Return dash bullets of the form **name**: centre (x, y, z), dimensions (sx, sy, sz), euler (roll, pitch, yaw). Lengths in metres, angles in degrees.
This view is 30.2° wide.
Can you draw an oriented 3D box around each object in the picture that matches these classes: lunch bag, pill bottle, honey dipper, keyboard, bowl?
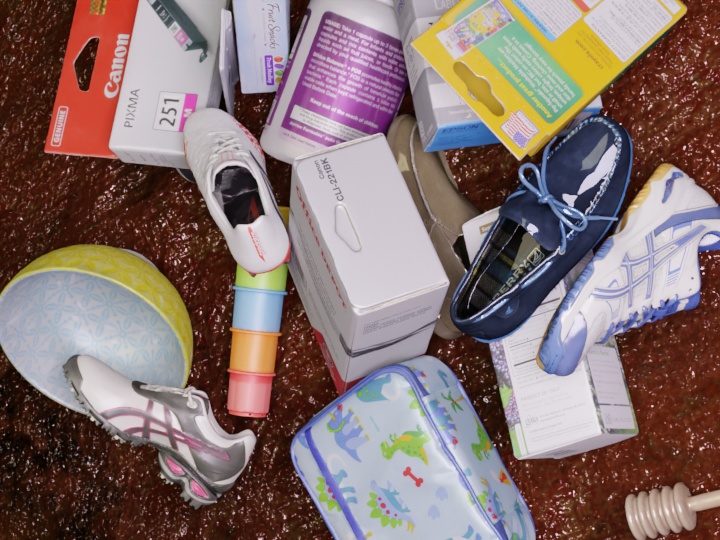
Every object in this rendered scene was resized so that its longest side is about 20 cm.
- **lunch bag**: centre (0.041, 0.189, 1.131), dimensions (0.160, 0.082, 0.201), euler (-35, 77, 30)
- **pill bottle**: centre (-0.008, -0.185, 1.208), dimensions (0.112, 0.112, 0.201), euler (26, 99, 33)
- **honey dipper**: centre (0.299, 0.167, 1.008), dimensions (0.199, 0.038, 0.038), euler (-19, 74, 27)
- **keyboard**: centre (-0.124, -0.188, 1.254), dimensions (0.011, 0.200, 0.057), euler (7, 83, -2)
- **bowl**: centre (-0.249, 0.042, 1.328), dimensions (0.199, 0.201, 0.108), euler (-20, 30, 30)

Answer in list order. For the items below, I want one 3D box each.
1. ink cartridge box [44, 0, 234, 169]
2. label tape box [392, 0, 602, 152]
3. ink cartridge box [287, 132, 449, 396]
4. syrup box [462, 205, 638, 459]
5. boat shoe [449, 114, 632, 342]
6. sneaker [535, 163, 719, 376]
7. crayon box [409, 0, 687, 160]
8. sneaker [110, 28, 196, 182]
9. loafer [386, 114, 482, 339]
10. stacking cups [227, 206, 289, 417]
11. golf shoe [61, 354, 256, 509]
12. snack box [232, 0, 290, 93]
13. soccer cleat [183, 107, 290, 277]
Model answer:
- **ink cartridge box**: centre (-0.218, -0.206, 1.312), dimensions (0.172, 0.044, 0.202), euler (6, 76, 10)
- **label tape box**: centre (0.107, -0.209, 1.118), dimensions (0.142, 0.066, 0.202), euler (-8, 78, -10)
- **ink cartridge box**: centre (0.000, 0.000, 1.125), dimensions (0.083, 0.200, 0.145), euler (-19, 69, -12)
- **syrup box**: centre (0.154, 0.047, 1.091), dimensions (0.081, 0.079, 0.202), euler (-22, 73, 30)
- **boat shoe**: centre (0.141, -0.028, 1.020), dimensions (0.084, 0.068, 0.201), euler (33, 100, 30)
- **sneaker**: centre (0.213, 0.011, 1.013), dimensions (0.088, 0.075, 0.200), euler (38, 73, 6)
- **crayon box**: centre (0.144, -0.183, 1.057), dimensions (0.200, 0.052, 0.126), euler (-41, 85, -18)
- **sneaker**: centre (-0.200, -0.165, 1.374), dimensions (0.201, 0.071, 0.083), euler (60, 149, 19)
- **loafer**: centre (0.076, -0.044, 1.161), dimensions (0.067, 0.076, 0.202), euler (-18, 85, 30)
- **stacking cups**: centre (-0.094, 0.038, 1.277), dimensions (0.060, 0.060, 0.202), euler (5, 92, 34)
- **golf shoe**: centre (-0.193, 0.135, 1.283), dimensions (0.200, 0.077, 0.088), euler (40, 98, -8)
- **snack box**: centre (-0.091, -0.280, 1.208), dimensions (0.052, 0.201, 0.143), euler (-1, 56, -2)
- **soccer cleat**: centre (-0.114, -0.084, 1.181), dimensions (0.068, 0.085, 0.201), euler (-22, 55, -3)
